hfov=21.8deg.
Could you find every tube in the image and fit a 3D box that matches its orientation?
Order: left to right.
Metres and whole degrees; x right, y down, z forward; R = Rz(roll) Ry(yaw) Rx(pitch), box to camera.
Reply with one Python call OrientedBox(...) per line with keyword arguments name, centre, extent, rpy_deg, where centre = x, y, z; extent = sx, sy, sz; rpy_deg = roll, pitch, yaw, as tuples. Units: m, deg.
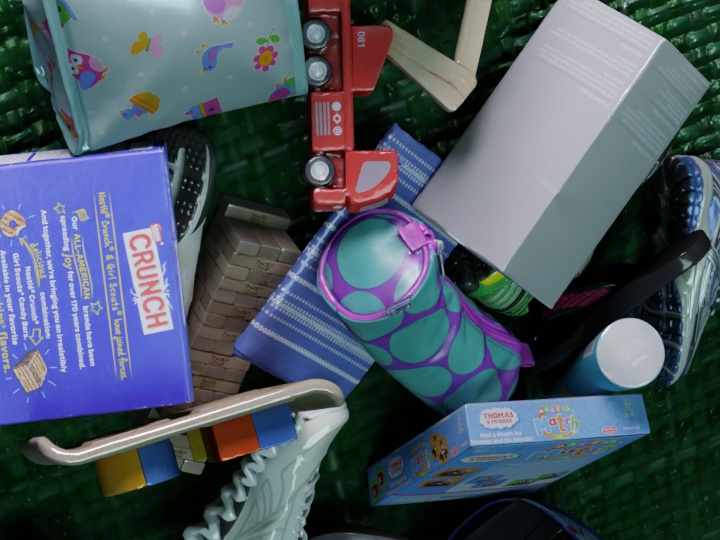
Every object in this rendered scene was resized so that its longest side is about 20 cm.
OrientedBox(name="tube", centre=(0.189, 0.072, 1.444), extent=(0.077, 0.200, 0.051), rpy_deg=(-24, 85, -5))

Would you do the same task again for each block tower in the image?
OrientedBox(name="block tower", centre=(-0.108, 0.048, 1.358), extent=(0.054, 0.058, 0.202), rpy_deg=(13, 111, -30))

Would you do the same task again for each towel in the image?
OrientedBox(name="towel", centre=(0.000, 0.000, 1.362), extent=(0.201, 0.024, 0.144), rpy_deg=(-54, 144, 3))

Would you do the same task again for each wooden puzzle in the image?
OrientedBox(name="wooden puzzle", centre=(-0.122, 0.114, 1.252), extent=(0.198, 0.185, 0.047), rpy_deg=(-11, 88, -15))

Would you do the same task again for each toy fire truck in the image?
OrientedBox(name="toy fire truck", centre=(0.028, -0.142, 1.271), extent=(0.139, 0.049, 0.203), rpy_deg=(-2, 93, -5))

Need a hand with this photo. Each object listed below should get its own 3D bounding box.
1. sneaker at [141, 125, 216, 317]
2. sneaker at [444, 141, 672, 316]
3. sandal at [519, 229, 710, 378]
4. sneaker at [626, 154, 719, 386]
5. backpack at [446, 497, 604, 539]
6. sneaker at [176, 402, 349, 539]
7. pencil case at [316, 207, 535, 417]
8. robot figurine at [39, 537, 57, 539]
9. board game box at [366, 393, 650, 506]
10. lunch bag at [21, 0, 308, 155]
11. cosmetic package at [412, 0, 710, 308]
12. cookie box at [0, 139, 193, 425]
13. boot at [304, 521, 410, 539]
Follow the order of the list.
OrientedBox(name="sneaker", centre=(-0.148, -0.007, 1.311), extent=(0.080, 0.073, 0.202), rpy_deg=(-5, 119, -67))
OrientedBox(name="sneaker", centre=(0.157, -0.047, 1.416), extent=(0.200, 0.078, 0.085), rpy_deg=(-41, 134, 14))
OrientedBox(name="sandal", centre=(0.182, 0.018, 1.444), extent=(0.200, 0.075, 0.045), rpy_deg=(-38, 97, 30))
OrientedBox(name="sneaker", centre=(0.271, 0.002, 1.488), extent=(0.084, 0.077, 0.202), rpy_deg=(-9, 122, -24))
OrientedBox(name="backpack", centre=(0.131, 0.287, 1.528), extent=(0.191, 0.200, 0.154), rpy_deg=(-53, 157, 14))
OrientedBox(name="sneaker", centre=(-0.064, 0.175, 1.391), extent=(0.081, 0.075, 0.201), rpy_deg=(42, 109, 9))
OrientedBox(name="pencil case", centre=(0.049, 0.036, 1.352), extent=(0.092, 0.086, 0.200), rpy_deg=(-25, 146, 14))
OrientedBox(name="robot figurine", centre=(-0.217, 0.301, 1.396), extent=(0.124, 0.150, 0.201), rpy_deg=(-29, 100, -6))
OrientedBox(name="board game box", centre=(0.110, 0.140, 1.445), extent=(0.150, 0.037, 0.200), rpy_deg=(-2, 163, -23))
OrientedBox(name="lunch bag", centre=(-0.131, -0.196, 1.164), extent=(0.169, 0.122, 0.202), rpy_deg=(-17, 130, -13))
OrientedBox(name="cosmetic package", centre=(0.142, -0.088, 1.332), extent=(0.201, 0.107, 0.090), rpy_deg=(-55, 140, 6))
OrientedBox(name="cookie box", centre=(-0.215, 0.010, 1.220), extent=(0.197, 0.075, 0.173), rpy_deg=(-6, 102, -4))
OrientedBox(name="boot", centre=(-0.042, 0.303, 1.470), extent=(0.186, 0.068, 0.203), rpy_deg=(-2, 90, -17))
